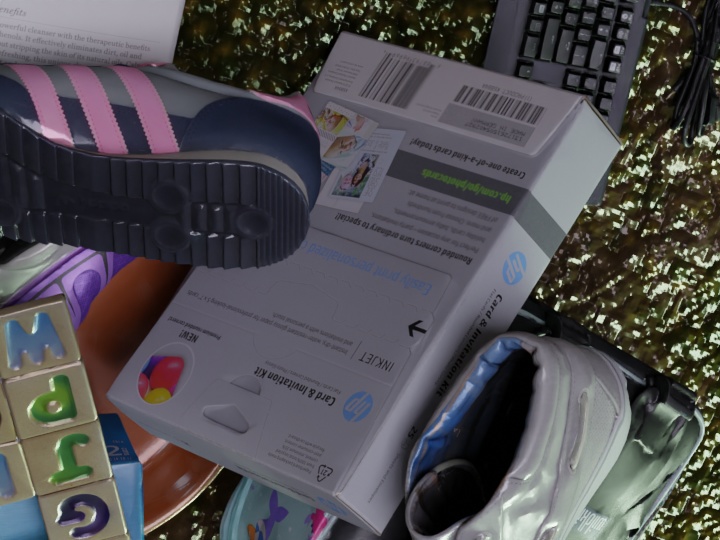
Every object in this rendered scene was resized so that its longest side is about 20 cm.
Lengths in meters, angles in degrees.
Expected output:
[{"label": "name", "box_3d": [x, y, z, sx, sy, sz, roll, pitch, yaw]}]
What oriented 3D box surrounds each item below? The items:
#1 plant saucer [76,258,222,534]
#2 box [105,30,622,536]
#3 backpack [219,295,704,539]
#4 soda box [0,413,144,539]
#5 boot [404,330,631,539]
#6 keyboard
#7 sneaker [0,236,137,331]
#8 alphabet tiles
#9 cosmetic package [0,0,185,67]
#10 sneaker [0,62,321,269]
[{"label": "plant saucer", "box_3d": [-0.141, 0.034, 1.240, 0.200, 0.032, 0.201, -5, 108, -17]}, {"label": "box", "box_3d": [0.000, 0.000, 1.179, 0.200, 0.156, 0.041, -57, 133, -14]}, {"label": "backpack", "box_3d": [0.034, 0.102, 1.247, 0.177, 0.150, 0.200, 29, 91, -37]}, {"label": "soda box", "box_3d": [-0.197, 0.110, 1.194, 0.199, 0.064, 0.068, -4, 109, -14]}, {"label": "boot", "box_3d": [0.036, 0.115, 1.115, 0.096, 0.073, 0.201, 22, 92, -60]}, {"label": "keyboard", "box_3d": [0.126, -0.127, 1.283, 0.127, 0.021, 0.201, 8, 105, -20]}, {"label": "sneaker", "box_3d": [-0.148, 0.020, 1.166, 0.200, 0.081, 0.084, -39, 123, -18]}, {"label": "alphabet tiles", "box_3d": [-0.201, 0.097, 1.124, 0.199, 0.008, 0.168, -15, 131, -6]}, {"label": "cosmetic package", "box_3d": [-0.124, -0.159, 1.156, 0.107, 0.085, 0.201, 10, 103, -20]}, {"label": "sneaker", "box_3d": [-0.113, -0.056, 1.119, 0.199, 0.082, 0.070, 14, 129, 1]}]
